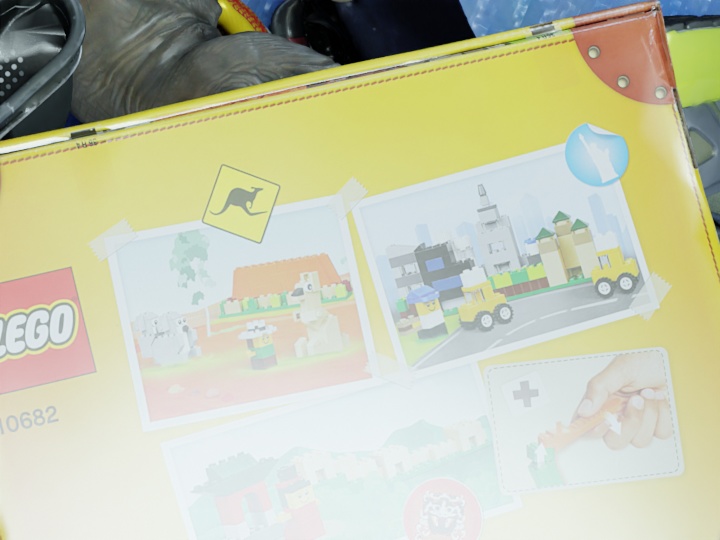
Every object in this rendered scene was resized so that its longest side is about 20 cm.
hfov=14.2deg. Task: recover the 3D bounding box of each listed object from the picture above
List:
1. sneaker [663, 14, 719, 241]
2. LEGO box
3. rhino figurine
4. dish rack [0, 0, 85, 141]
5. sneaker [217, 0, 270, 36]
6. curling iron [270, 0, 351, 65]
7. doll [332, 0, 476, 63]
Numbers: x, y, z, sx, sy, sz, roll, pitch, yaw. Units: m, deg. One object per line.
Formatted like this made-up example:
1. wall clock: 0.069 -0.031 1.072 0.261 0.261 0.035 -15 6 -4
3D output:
1. sneaker: 0.114 -0.043 0.945 0.200 0.074 0.081 -10 100 -52
2. LEGO box: -0.006 0.030 0.733 0.199 0.077 0.150 -13 82 -11
3. rhino figurine: -0.064 -0.088 0.852 0.087 0.060 0.200 -43 62 15
4. dish rack: -0.192 -0.062 0.824 0.200 0.055 0.153 37 65 22
5. sneaker: -0.040 0.010 0.904 0.073 0.077 0.201 -17 88 8
6. curling iron: 0.000 0.000 0.952 0.049 0.026 0.201 -4 88 -17
7. doll: 0.024 -0.050 0.878 0.048 0.137 0.201 -26 56 8
